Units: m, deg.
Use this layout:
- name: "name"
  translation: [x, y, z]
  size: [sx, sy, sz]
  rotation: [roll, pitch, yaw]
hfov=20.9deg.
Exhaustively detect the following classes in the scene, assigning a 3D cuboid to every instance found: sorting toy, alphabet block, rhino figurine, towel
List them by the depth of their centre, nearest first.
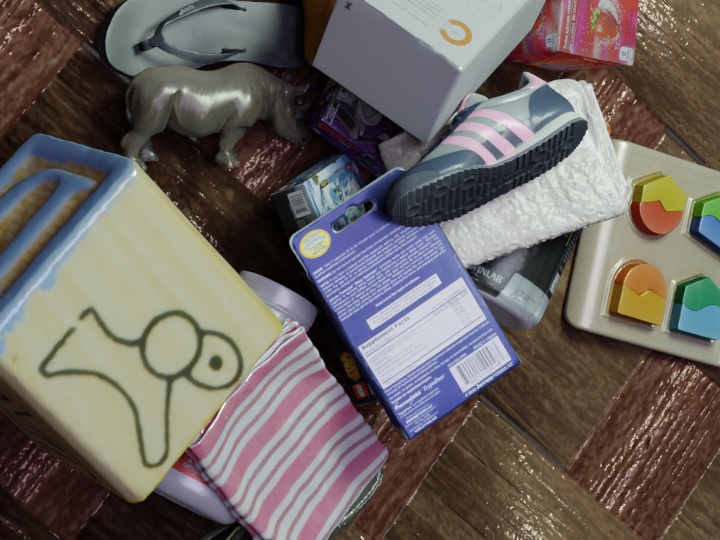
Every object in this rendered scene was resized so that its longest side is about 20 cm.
- name: "alphabet block"
  translation: [-0.219, 0.034, 1.554]
  size: [0.196, 0.196, 0.200]
  rotation: [-49, 122, -14]
- name: "towel"
  translation: [-0.056, 0.153, 1.635]
  size: [0.147, 0.030, 0.201]
  rotation: [-51, 132, -21]
- name: "rhino figurine"
  translation: [-0.116, -0.136, 1.683]
  size: [0.198, 0.060, 0.088]
  rotation: [-5, 109, -25]
- name: "towel"
  translation: [0.128, -0.082, 1.692]
  size: [0.198, 0.034, 0.134]
  rotation: [-20, 85, -10]
- name: "sorting toy"
  translation: [0.304, -0.014, 1.887]
  size: [0.198, 0.036, 0.187]
  rotation: [14, 85, -23]

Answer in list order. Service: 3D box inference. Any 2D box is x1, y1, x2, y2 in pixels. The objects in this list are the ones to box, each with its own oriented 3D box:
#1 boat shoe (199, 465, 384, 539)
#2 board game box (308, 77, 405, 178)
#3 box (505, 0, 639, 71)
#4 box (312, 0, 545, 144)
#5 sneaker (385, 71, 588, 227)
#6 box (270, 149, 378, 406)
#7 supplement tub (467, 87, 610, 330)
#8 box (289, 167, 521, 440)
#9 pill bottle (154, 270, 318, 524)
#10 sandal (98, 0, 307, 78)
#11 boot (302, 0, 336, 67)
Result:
- name: "boat shoe"
  translation: [-0.055, 0.221, 1.721]
  size: [0.201, 0.060, 0.072]
  rotation: [-32, 103, -20]
- name: "board game box"
  translation: [0.040, -0.176, 1.745]
  size: [0.120, 0.032, 0.201]
  rotation: [36, 59, -24]
- name: "box"
  translation: [0.194, -0.289, 1.795]
  size: [0.095, 0.099, 0.202]
  rotation: [6, 89, -33]
- name: "box"
  translation: [0.070, -0.224, 1.668]
  size: [0.124, 0.098, 0.200]
  rotation: [35, 49, 8]
- name: "sneaker"
  translation: [0.091, -0.102, 1.632]
  size: [0.199, 0.070, 0.082]
  rotation: [-24, 62, -27]
- name: "box"
  translation: [0.000, 0.000, 1.713]
  size: [0.137, 0.040, 0.201]
  rotation: [-38, 109, -60]
- name: "supplement tub"
  translation: [0.145, -0.058, 1.771]
  size: [0.122, 0.122, 0.201]
  rotation: [30, 79, -21]
- name: "box"
  translation: [0.035, 0.026, 1.641]
  size: [0.121, 0.032, 0.201]
  rotation: [-33, 101, -9]
- name: "pill bottle"
  translation: [-0.113, 0.107, 1.667]
  size: [0.112, 0.112, 0.201]
  rotation: [30, 79, -21]
- name: "sandal"
  translation: [-0.130, -0.208, 1.693]
  size: [0.198, 0.043, 0.077]
  rotation: [-7, 93, -23]
- name: "boot"
  translation: [-0.067, -0.290, 1.705]
  size: [0.143, 0.071, 0.203]
  rotation: [22, 70, -16]
